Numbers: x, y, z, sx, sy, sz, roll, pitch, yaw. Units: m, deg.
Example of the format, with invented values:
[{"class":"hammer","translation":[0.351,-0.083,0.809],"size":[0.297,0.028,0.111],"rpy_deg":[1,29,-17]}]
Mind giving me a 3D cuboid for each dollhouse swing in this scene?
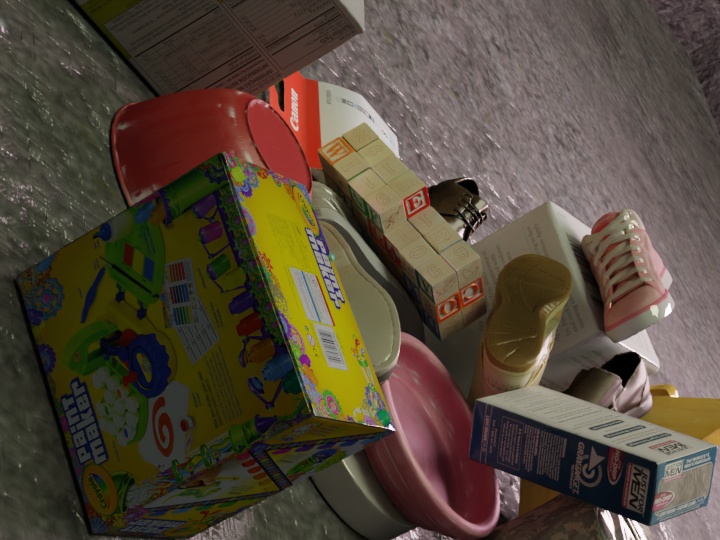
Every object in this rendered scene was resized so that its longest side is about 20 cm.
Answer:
[{"class":"dollhouse swing","translation":[0.291,0.220,1.884],"size":[0.200,0.175,0.183],"rpy_deg":[-23,121,-47]}]

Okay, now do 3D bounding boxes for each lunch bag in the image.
[{"class":"lunch bag","translation":[0.165,0.285,1.645],"size":[0.140,0.199,0.168],"rpy_deg":[65,16,10]}]

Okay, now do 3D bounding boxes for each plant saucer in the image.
[{"class":"plant saucer","translation":[0.055,0.155,1.650],"size":[0.201,0.051,0.201],"rpy_deg":[50,23,-30]}]

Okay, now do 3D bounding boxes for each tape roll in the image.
[{"class":"tape roll","translation":[-0.001,0.146,1.653],"size":[0.203,0.037,0.203],"rpy_deg":[48,25,-31]}]

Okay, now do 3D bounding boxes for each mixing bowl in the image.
[{"class":"mixing bowl","translation":[-0.111,-0.081,1.582],"size":[0.200,0.108,0.201],"rpy_deg":[50,23,-30]}]

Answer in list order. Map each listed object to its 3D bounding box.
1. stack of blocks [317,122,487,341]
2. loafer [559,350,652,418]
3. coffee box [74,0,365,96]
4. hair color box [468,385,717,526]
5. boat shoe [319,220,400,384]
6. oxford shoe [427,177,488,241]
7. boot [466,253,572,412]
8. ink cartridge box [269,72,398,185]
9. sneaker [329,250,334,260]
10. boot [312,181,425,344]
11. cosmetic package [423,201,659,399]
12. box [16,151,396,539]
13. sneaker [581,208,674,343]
[{"class":"stack of blocks","translation":[0.041,-0.040,1.799],"size":[0.200,0.058,0.115],"rpy_deg":[49,-18,37]},{"class":"loafer","translation":[0.221,0.129,1.810],"size":[0.200,0.073,0.071],"rpy_deg":[-27,121,-50]},{"class":"coffee box","translation":[-0.128,-0.290,1.675],"size":[0.198,0.199,0.200],"rpy_deg":[48,25,-32]},{"class":"hair color box","translation":[0.205,0.162,1.629],"size":[0.100,0.199,0.061],"rpy_deg":[-8,109,-48]},{"class":"boat shoe","translation":[-0.017,0.037,1.611],"size":[0.200,0.071,0.060],"rpy_deg":[-123,-157,-44]},{"class":"oxford shoe","translation":[0.101,-0.058,2.084],"size":[0.073,0.084,0.200],"rpy_deg":[55,23,-21]},{"class":"boot","translation":[0.151,0.089,1.804],"size":[0.200,0.072,0.156],"rpy_deg":[-66,170,-53]},{"class":"ink cartridge box","translation":[-0.025,-0.148,1.952],"size":[0.200,0.047,0.161],"rpy_deg":[49,24,-35]},{"class":"sneaker","translation":[-0.083,0.013,1.469],"size":[0.200,0.083,0.122],"rpy_deg":[-19,124,-61]},{"class":"boot","translation":[0.000,0.000,1.794],"size":[0.201,0.073,0.096],"rpy_deg":[58,13,-27]},{"class":"cosmetic package","translation":[0.179,0.062,1.949],"size":[0.165,0.199,0.166],"rpy_deg":[27,39,-54]},{"class":"box","translation":[-0.111,0.058,1.286],"size":[0.122,0.192,0.201],"rpy_deg":[19,47,-60]},{"class":"sneaker","translation":[0.261,0.001,1.838],"size":[0.105,0.075,0.200],"rpy_deg":[58,18,-6]}]
